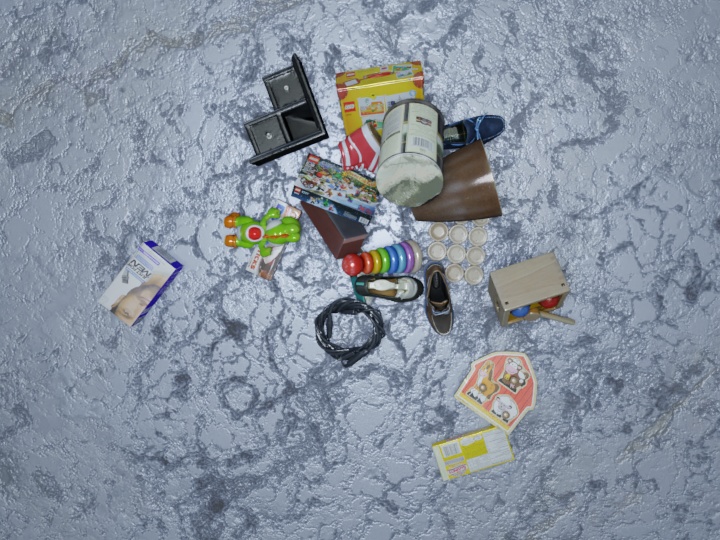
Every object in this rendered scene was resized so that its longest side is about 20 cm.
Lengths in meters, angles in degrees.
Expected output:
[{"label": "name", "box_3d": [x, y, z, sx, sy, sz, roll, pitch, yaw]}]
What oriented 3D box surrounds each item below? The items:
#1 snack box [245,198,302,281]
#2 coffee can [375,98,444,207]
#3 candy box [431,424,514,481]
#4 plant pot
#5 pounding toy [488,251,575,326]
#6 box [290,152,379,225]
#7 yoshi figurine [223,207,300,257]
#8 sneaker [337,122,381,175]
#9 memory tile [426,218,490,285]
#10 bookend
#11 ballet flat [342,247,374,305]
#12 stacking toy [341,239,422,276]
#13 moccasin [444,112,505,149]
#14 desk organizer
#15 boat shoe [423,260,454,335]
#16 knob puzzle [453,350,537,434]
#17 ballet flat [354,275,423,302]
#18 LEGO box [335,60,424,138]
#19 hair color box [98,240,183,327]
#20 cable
[{"label": "snack box", "box_3d": [-0.222, -0.077, 1.441, 0.072, 0.024, 0.201, 26, 98, 1]}, {"label": "coffee can", "box_3d": [0.113, -0.263, 1.254, 0.145, 0.201, 0.147, 5, 141, 4]}, {"label": "candy box", "box_3d": [0.299, 0.482, 1.492, 0.199, 0.026, 0.103, -18, 97, 4]}, {"label": "plant pot", "box_3d": [0.214, -0.191, 1.335, 0.199, 0.187, 0.188, -16, 97, 12]}, {"label": "pounding toy", "box_3d": [0.422, 0.070, 1.365, 0.183, 0.200, 0.143, -18, 68, 5]}, {"label": "box", "box_3d": [-0.054, -0.198, 1.358, 0.199, 0.137, 0.038, 21, 136, -6]}, {"label": "yoshi figurine", "box_3d": [-0.231, -0.097, 1.394, 0.199, 0.113, 0.112, 4, 56, 18]}, {"label": "sneaker", "box_3d": [0.023, -0.255, 1.368, 0.112, 0.071, 0.200, -25, 127, 18]}, {"label": "memory tile", "box_3d": [0.246, -0.068, 1.429, 0.152, 0.017, 0.201, 6, 98, 2]}, {"label": "bookend", "box_3d": [-0.204, -0.385, 1.366, 0.198, 0.092, 0.201, -20, 95, 5]}, {"label": "ballet flat", "box_3d": [0.000, 0.000, 1.424, 0.071, 0.072, 0.201, -21, 97, 5]}, {"label": "stacking toy", "box_3d": [0.048, -0.021, 1.371, 0.199, 0.085, 0.086, -10, 98, -23]}, {"label": "moccasin", "box_3d": [0.258, -0.329, 1.367, 0.199, 0.068, 0.081, -17, 96, 4]}, {"label": "desk organizer", "box_3d": [-0.069, -0.129, 1.374, 0.071, 0.077, 0.200, -15, 59, -32]}, {"label": "boat shoe", "box_3d": [0.194, 0.079, 1.413, 0.072, 0.072, 0.201, -13, 106, 5]}, {"label": "knob puzzle", "box_3d": [0.370, 0.298, 1.454, 0.218, 0.030, 0.221, 0, 90, 4]}, {"label": "ballet flat", "box_3d": [0.082, 0.045, 1.384, 0.199, 0.068, 0.068, 1, 85, -25]}, {"label": "LEGO box", "box_3d": [0.051, -0.395, 1.324, 0.199, 0.077, 0.149, -7, 138, 3]}, {"label": "hair color box", "box_3d": [-0.567, 0.034, 1.450, 0.109, 0.065, 0.200, 39, 99, -4]}, {"label": "cable", "box_3d": [-0.026, 0.146, 1.434, 0.200, 0.051, 0.163, -42, 81, 29]}]
